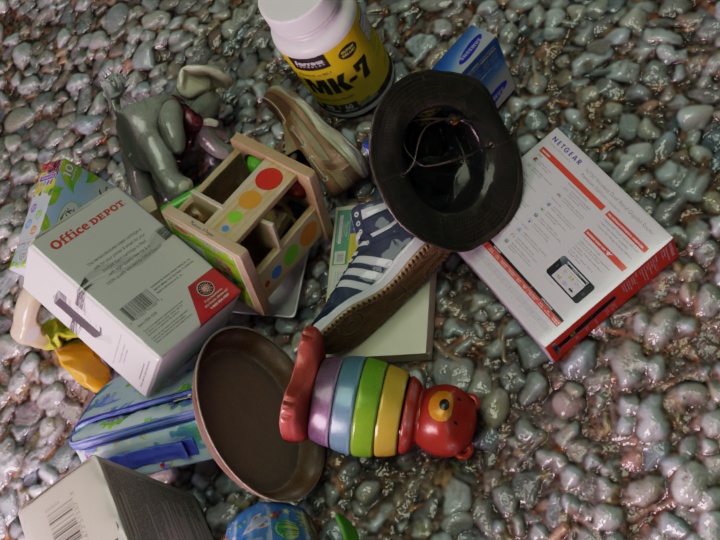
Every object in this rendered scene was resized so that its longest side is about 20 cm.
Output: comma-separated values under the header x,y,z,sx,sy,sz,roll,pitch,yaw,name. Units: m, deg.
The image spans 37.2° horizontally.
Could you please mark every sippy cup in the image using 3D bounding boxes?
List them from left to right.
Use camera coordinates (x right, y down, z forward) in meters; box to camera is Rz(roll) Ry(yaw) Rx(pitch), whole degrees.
x,y,z,sx,sy,sz,roll,pitch,yaw,name
-0.088,0.317,1.105,0.176,0.141,0.131,-6,39,-7,sippy cup

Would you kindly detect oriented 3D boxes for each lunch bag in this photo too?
x,y,z,sx,sy,sz,roll,pitch,yaw,name
-0.223,0.165,1.226,0.198,0.083,0.161,-16,23,17,lunch bag

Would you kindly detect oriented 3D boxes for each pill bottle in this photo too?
x,y,z,sx,sy,sz,roll,pitch,yaw,name
-0.042,-0.288,1.329,0.113,0.200,0.115,-10,62,20,pill bottle

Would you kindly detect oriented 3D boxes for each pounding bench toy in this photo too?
x,y,z,sx,sy,sz,roll,pitch,yaw,name
-0.154,-0.078,1.286,0.199,0.125,0.156,28,65,26,pounding bench toy

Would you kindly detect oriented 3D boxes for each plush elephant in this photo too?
x,y,z,sx,sy,sz,roll,pitch,yaw,name
-0.239,-0.188,1.416,0.154,0.164,0.202,-23,90,-28,plush elephant

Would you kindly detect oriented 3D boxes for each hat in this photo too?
x,y,z,sx,sy,sz,roll,pitch,yaw,name
0.080,-0.117,1.185,0.081,0.200,0.202,-11,54,63,hat

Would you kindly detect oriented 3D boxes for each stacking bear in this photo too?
x,y,z,sx,sy,sz,roll,pitch,yaw,name
0.026,0.147,1.137,0.198,0.114,0.122,10,56,7,stacking bear

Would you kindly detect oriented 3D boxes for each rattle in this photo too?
x,y,z,sx,sy,sz,roll,pitch,yaw,name
-0.345,0.028,1.353,0.142,0.130,0.201,32,91,41,rattle

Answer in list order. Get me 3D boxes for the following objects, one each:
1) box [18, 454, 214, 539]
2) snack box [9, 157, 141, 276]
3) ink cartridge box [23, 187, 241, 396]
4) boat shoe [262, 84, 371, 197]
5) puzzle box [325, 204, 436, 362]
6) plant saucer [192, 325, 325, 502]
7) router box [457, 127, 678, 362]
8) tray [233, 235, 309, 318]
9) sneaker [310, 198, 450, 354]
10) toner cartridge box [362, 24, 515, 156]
x,y,z,sx,sy,sz,roll,pitch,yaw,name
-0.248,0.299,1.144,0.109,0.200,0.128,-36,57,6,box
-0.321,-0.029,1.331,0.053,0.199,0.143,-10,60,41,snack box
-0.261,0.020,1.216,0.200,0.084,0.144,40,47,9,ink cartridge box
-0.070,-0.166,1.361,0.072,0.076,0.200,-46,55,1,boat shoe
0.026,0.011,1.261,0.132,0.025,0.202,-5,65,23,puzzle box
-0.114,0.158,1.160,0.032,0.200,0.202,-28,56,30,plant saucer
0.216,-0.031,1.181,0.179,0.049,0.200,-40,57,3,router box
-0.161,0.004,1.337,0.198,0.022,0.108,5,69,17,tray
0.000,0.000,1.221,0.200,0.070,0.109,-41,57,-1,sneaker
0.096,-0.184,1.266,0.043,0.095,0.200,33,76,37,toner cartridge box
